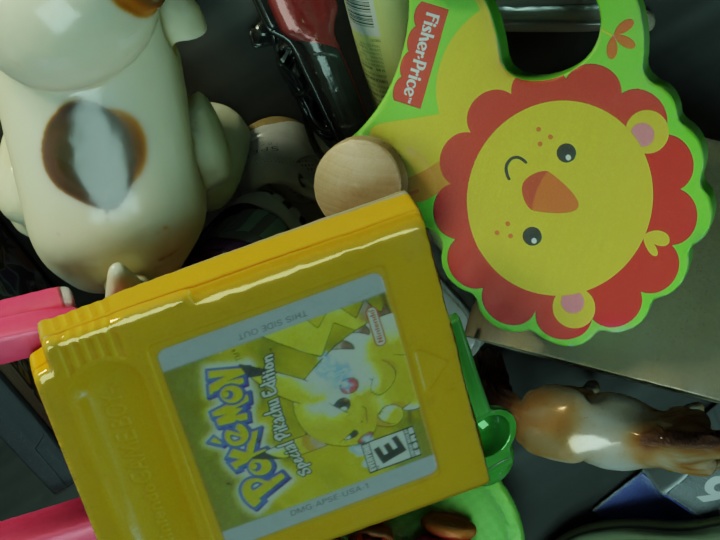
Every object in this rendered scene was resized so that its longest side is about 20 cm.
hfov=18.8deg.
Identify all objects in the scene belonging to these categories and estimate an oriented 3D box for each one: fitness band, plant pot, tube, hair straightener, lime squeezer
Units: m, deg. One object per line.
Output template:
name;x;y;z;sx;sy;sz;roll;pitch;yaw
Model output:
fitness band;-0.179;0.086;1.078;0.199;0.037;0.144;-15;123;-8
plant pot;0.168;-0.004;1.189;0.200;0.200;0.135;14;89;-14
tube;0.028;-0.095;1.173;0.052;0.058;0.201;6;125;29
hair straightener;-0.026;-0.120;1.150;0.041;0.077;0.200;-34;111;-14
lime squeezer;0.066;0.082;1.229;0.038;0.071;0.200;-11;162;-3

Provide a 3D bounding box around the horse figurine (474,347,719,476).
horse figurine;0.149;0.088;1.254;0.199;0.133;0.050;11;95;16

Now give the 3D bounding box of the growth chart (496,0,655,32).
growth chart;0.121;-0.184;1.109;0.144;0.018;0.200;2;144;-9

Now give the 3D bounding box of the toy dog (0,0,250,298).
toy dog;-0.145;-0.096;1.086;0.139;0.194;0.200;-2;134;8

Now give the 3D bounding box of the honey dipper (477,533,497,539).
honey dipper;-0.011;0.181;1.381;0.199;0.038;0.038;-6;125;5

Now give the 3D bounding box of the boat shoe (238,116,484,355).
boat shoe;0.000;0.000;1.231;0.071;0.069;0.200;-39;118;21

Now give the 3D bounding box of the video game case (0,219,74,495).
video game case;-0.214;-0.003;1.145;0.025;0.181;0.200;-32;122;7

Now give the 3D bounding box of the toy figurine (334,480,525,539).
toy figurine;-0.002;0.182;1.267;0.199;0.184;0.151;12;99;2

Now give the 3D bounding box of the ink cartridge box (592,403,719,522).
ink cartridge box;0.286;0.150;1.374;0.197;0.047;0.200;34;114;-24

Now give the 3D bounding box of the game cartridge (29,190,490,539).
game cartridge;-0.047;0.069;1.071;0.199;0.032;0.177;-21;124;-7

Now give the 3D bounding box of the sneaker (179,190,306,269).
sneaker;-0.111;0.038;1.167;0.074;0.088;0.200;42;116;1

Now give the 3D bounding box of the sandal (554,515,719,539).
sandal;0.191;0.195;1.363;0.200;0.057;0.080;-14;135;34

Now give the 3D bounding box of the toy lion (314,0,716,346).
toy lion;0.087;-0.071;1.072;0.191;0.069;0.201;18;104;10
